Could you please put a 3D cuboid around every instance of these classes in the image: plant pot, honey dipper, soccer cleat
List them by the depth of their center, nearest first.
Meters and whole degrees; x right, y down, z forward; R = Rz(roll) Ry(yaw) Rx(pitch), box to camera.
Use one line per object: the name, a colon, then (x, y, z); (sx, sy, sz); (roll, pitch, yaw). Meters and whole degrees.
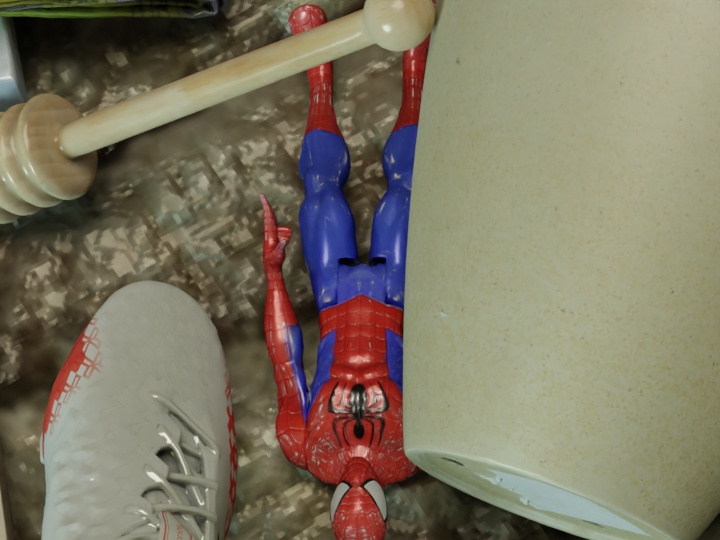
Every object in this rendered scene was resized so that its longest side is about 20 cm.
soccer cleat: (-0.069, 0.091, 0.884); (0.068, 0.085, 0.201); (20, 63, -19)
plant pot: (0.091, -0.020, 0.900); (0.187, 0.187, 0.201); (17, 78, 15)
honey dipper: (-0.057, -0.056, 0.945); (0.200, 0.038, 0.038); (-17, 55, 33)

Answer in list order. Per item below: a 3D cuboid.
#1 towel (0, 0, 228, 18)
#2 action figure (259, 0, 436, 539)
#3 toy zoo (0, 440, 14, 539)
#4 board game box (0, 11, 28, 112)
towel: (-0.133, -0.168, 1.038); (0.143, 0.023, 0.201); (-4, 59, -23)
action figure: (0.000, 0.000, 0.960); (0.065, 0.052, 0.201); (-1, 63, 1)
toy zoo: (-0.213, 0.097, 0.940); (0.199, 0.020, 0.132); (-11, 60, -1)
board game box: (-0.232, -0.118, 1.050); (0.199, 0.041, 0.201); (-13, 60, -2)
